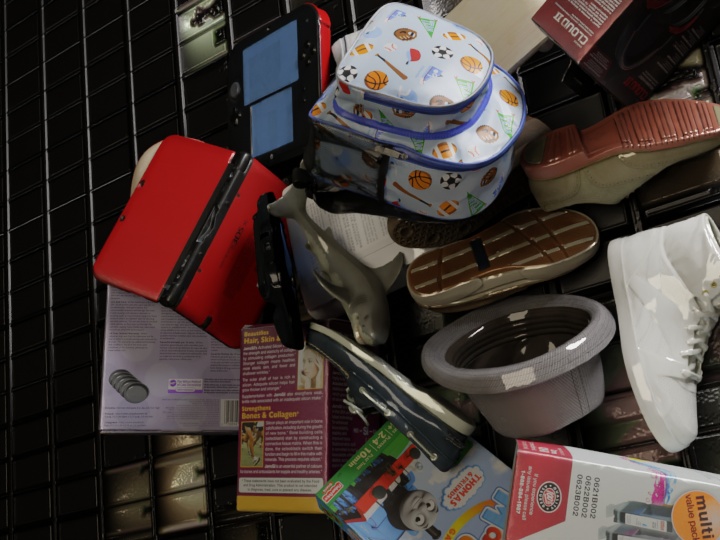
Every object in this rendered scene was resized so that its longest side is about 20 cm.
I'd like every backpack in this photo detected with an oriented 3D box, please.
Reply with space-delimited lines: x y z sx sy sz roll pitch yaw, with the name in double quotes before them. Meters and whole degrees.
"backpack" 0.059 -0.144 0.939 0.188 0.155 0.202 24 56 6

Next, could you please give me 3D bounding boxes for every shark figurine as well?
"shark figurine" -0.005 -0.010 1.044 0.089 0.128 0.216 -34 65 4

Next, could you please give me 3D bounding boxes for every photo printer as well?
"photo printer" 0.014 -0.055 1.115 0.198 0.069 0.169 -26 67 29

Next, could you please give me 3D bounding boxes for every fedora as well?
"fedora" 0.157 0.096 0.947 0.199 0.175 0.092 1 116 59

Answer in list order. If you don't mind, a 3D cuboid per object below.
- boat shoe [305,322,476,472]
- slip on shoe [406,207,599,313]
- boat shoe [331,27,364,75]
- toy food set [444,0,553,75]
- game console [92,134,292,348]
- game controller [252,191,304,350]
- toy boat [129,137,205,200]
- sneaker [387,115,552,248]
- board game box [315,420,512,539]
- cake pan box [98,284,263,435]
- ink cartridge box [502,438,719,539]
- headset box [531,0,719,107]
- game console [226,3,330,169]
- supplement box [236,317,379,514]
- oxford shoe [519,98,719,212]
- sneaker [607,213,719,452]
"boat shoe" 0.019 0.122 0.992 0.198 0.075 0.062 33 92 14
"slip on shoe" 0.146 -0.003 1.016 0.197 0.061 0.077 -21 54 11
"boat shoe" 0.013 -0.225 1.120 0.066 0.074 0.201 -37 37 13
"toy food set" 0.136 -0.224 1.070 0.199 0.060 0.145 -40 42 22
"game console" -0.183 -0.035 1.184 0.118 0.172 0.203 2 60 52
"game controller" -0.084 -0.002 1.063 0.041 0.106 0.201 -20 30 4
"toy boat" -0.231 -0.067 1.279 0.131 0.128 0.204 -146 62 -73
"sneaker" 0.110 -0.092 1.029 0.197 0.071 0.076 -25 47 -4
"board game box" 0.077 0.232 0.970 0.199 0.037 0.151 36 66 29
"cake pan box" -0.203 0.099 1.182 0.196 0.052 0.188 0 77 -8
"ink cartridge box" 0.215 0.229 0.818 0.196 0.145 0.148 8 85 9
"headset box" 0.260 -0.247 0.925 0.200 0.148 0.075 -48 57 17
"game console" -0.105 -0.217 1.235 0.198 0.031 0.181 -13 72 49
"supplement box" -0.056 0.162 1.100 0.129 0.103 0.204 -7 77 35
"oxford shoe" 0.255 -0.108 0.959 0.196 0.075 0.071 -11 38 20
"sneaker" 0.293 0.049 0.885 0.114 0.073 0.204 -21 67 34
